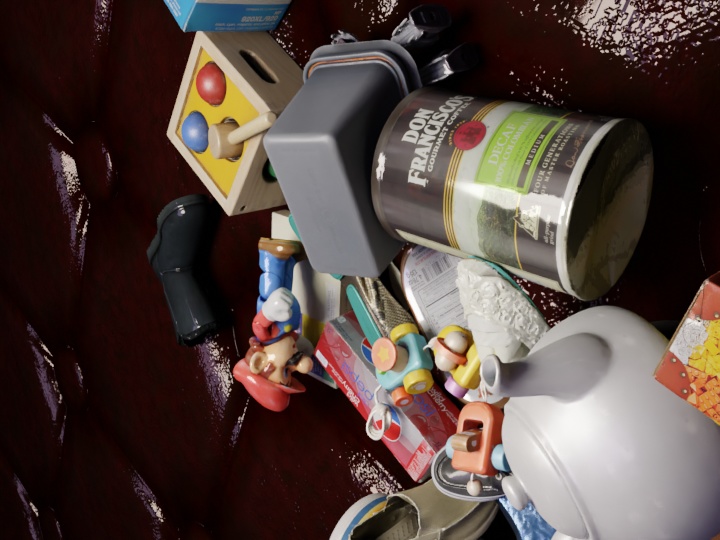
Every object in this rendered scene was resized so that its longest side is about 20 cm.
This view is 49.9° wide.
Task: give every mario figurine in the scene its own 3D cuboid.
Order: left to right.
[{"bbox_3d":[-0.082,0.066,0.917,0.105,0.122,0.204,8,93,47],"label":"mario figurine"}]

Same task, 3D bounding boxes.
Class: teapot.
[{"bbox_3d":[0.174,0.137,0.583,0.202,0.145,0.198,60,176,11],"label":"teapot"}]

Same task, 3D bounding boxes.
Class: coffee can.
[{"bbox_3d":[0.129,-0.073,0.674,0.198,0.145,0.149,20,116,39],"label":"coffee can"}]

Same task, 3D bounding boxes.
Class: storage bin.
[{"bbox_3d":[-0.016,-0.098,0.755,0.144,0.135,0.202,5,131,32],"label":"storage bin"}]

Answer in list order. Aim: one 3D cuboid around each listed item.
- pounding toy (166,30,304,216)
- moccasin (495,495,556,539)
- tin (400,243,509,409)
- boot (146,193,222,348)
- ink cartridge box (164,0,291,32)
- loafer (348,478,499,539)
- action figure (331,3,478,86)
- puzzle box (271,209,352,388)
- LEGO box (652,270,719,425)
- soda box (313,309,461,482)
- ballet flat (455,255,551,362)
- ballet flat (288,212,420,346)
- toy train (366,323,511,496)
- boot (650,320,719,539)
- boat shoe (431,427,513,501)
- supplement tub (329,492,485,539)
[{"bbox_3d":[-0.135,-0.173,0.914,0.201,0.141,0.185,50,132,23],"label":"pounding toy"},{"bbox_3d":[0.188,0.244,0.763,0.080,0.068,0.202,-33,63,13],"label":"moccasin"},{"bbox_3d":[0.109,0.049,0.809,0.112,0.042,0.202,-37,75,49],"label":"tin"},{"bbox_3d":[-0.240,0.007,1.117,0.200,0.076,0.170,-45,66,50],"label":"boot"},{"bbox_3d":[-0.135,-0.390,0.849,0.148,0.144,0.200,58,134,15],"label":"ink cartridge box"},{"bbox_3d":[0.067,0.254,0.795,0.075,0.199,0.069,26,143,51],"label":"loafer"},{"bbox_3d":[0.023,-0.199,0.799,0.199,0.069,0.131,-21,104,51],"label":"action figure"},{"bbox_3d":[-0.064,0.035,0.987,0.132,0.025,0.203,21,116,40],"label":"puzzle box"},{"bbox_3d":[0.304,0.053,0.493,0.148,0.198,0.078,37,126,31],"label":"LEGO box"},{"bbox_3d":[0.035,0.136,0.882,0.200,0.069,0.064,49,136,25],"label":"soda box"},{"bbox_3d":[0.140,0.070,0.684,0.071,0.072,0.200,-4,141,45],"label":"ballet flat"},{"bbox_3d":[0.000,0.000,0.876,0.201,0.075,0.068,55,157,5],"label":"ballet flat"},{"bbox_3d":[0.065,0.122,0.750,0.198,0.055,0.153,4,77,50],"label":"toy train"},{"bbox_3d":[0.297,0.157,0.648,0.186,0.068,0.203,22,124,31],"label":"boot"},{"bbox_3d":[0.154,0.176,0.723,0.197,0.066,0.071,-10,70,22],"label":"boat shoe"},{"bbox_3d":[0.070,0.348,0.857,0.198,0.144,0.147,12,110,42],"label":"supplement tub"}]
